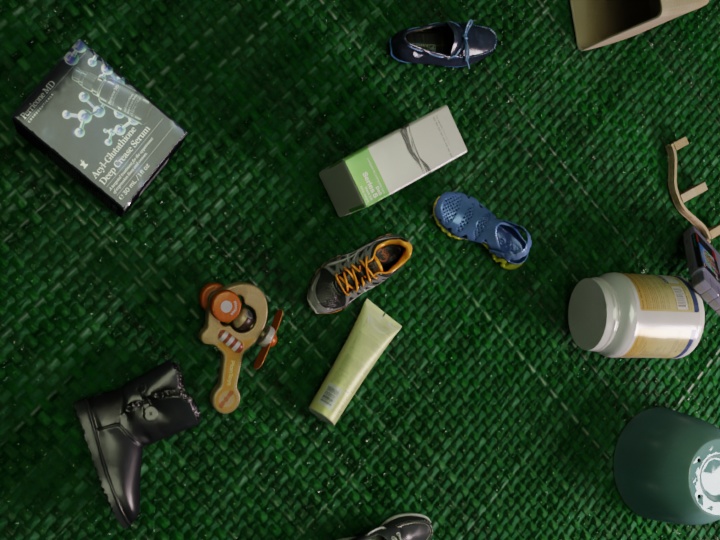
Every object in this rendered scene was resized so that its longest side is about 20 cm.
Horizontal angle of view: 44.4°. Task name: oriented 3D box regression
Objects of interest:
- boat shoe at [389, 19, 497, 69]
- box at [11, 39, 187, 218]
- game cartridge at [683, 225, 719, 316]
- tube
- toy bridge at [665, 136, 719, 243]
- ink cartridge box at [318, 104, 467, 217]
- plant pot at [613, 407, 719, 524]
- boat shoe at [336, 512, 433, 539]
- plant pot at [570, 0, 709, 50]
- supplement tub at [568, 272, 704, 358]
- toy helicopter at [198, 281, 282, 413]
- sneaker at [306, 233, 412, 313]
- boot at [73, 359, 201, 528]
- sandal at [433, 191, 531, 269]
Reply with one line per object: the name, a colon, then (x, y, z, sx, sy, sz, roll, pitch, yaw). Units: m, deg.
boat shoe: (0.148, -0.379, 1.487, 0.196, 0.068, 0.086, -15, 92, -19)
box: (-0.376, -0.201, 1.279, 0.199, 0.107, 0.149, 40, 76, -12)
game cartridge: (0.635, 0.011, 1.583, 0.130, 0.038, 0.201, 47, 30, -14)
tube: (-0.011, 0.150, 1.417, 0.202, 0.051, 0.058, -58, 145, -16)
toy bridge: (0.617, -0.144, 1.655, 0.066, 0.027, 0.203, -25, 95, -16)
ink cartridge box: (0.050, -0.171, 1.401, 0.198, 0.145, 0.085, -29, 96, -17)
plant pot: (0.571, 0.349, 1.540, 0.196, 0.161, 0.205, 1, 87, -18)
boat shoe: (0.034, 0.445, 1.404, 0.197, 0.060, 0.077, -18, 93, -19)
plant pot: (0.499, -0.519, 1.560, 0.174, 0.199, 0.204, -11, 90, -30)
supplement tub: (0.476, 0.079, 1.532, 0.196, 0.144, 0.148, 3, 86, -18)
toy helicopter: (-0.187, 0.120, 1.355, 0.130, 0.079, 0.204, 8, 95, -27)
sneaker: (0.000, 0.000, 1.411, 0.199, 0.077, 0.079, -36, 99, -16)
boot: (-0.309, 0.250, 1.290, 0.165, 0.076, 0.204, -20, 87, -15)
sandal: (0.213, -0.073, 1.484, 0.197, 0.087, 0.081, 26, 81, -14)
